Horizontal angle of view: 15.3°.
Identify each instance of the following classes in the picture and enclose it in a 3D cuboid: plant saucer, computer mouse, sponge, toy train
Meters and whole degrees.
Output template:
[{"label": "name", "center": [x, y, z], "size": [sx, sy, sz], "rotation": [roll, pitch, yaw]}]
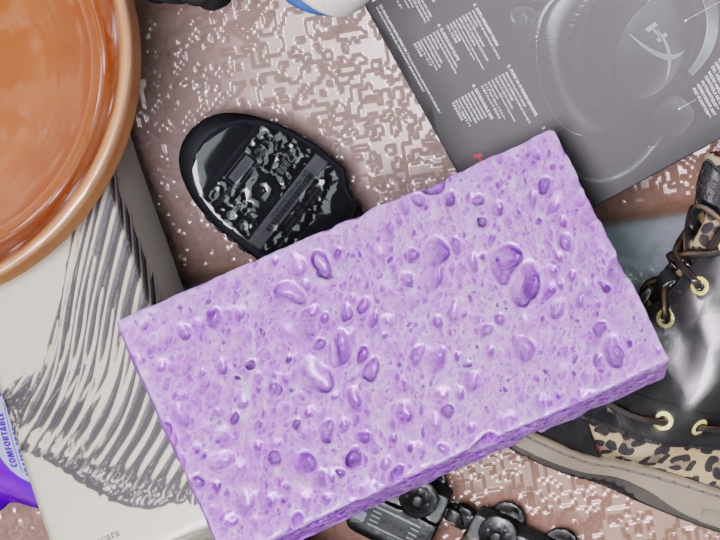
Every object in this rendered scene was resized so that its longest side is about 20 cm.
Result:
[{"label": "plant saucer", "center": [-0.188, -0.083, 1.153], "size": [0.200, 0.032, 0.201], "rotation": [-3, 80, 15]}, {"label": "computer mouse", "center": [0.000, 0.000, 1.223], "size": [0.200, 0.034, 0.059], "rotation": [41, 88, -3]}, {"label": "sponge", "center": [0.012, 0.032, 1.100], "size": [0.199, 0.030, 0.112], "rotation": [-24, 74, -3]}, {"label": "toy train", "center": [0.075, 0.137, 1.226], "size": [0.200, 0.034, 0.046], "rotation": [25, 107, 6]}]

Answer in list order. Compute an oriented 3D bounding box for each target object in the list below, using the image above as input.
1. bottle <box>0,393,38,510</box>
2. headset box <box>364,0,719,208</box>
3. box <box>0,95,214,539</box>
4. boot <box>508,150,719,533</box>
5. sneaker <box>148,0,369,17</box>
[{"label": "bottle", "center": [-0.131, 0.068, 1.236], "size": [0.199, 0.065, 0.084], "rotation": [-14, 90, 13]}, {"label": "headset box", "center": [0.115, -0.121, 1.153], "size": [0.200, 0.077, 0.149], "rotation": [-30, 94, 13]}, {"label": "box", "center": [-0.114, 0.033, 1.165], "size": [0.082, 0.068, 0.201], "rotation": [-25, 75, 10]}, {"label": "boot", "center": [0.125, 0.018, 1.158], "size": [0.200, 0.073, 0.151], "rotation": [24, 101, -16]}, {"label": "sneaker", "center": [-0.054, -0.139, 1.132], "size": [0.077, 0.200, 0.111], "rotation": [34, 113, -32]}]
